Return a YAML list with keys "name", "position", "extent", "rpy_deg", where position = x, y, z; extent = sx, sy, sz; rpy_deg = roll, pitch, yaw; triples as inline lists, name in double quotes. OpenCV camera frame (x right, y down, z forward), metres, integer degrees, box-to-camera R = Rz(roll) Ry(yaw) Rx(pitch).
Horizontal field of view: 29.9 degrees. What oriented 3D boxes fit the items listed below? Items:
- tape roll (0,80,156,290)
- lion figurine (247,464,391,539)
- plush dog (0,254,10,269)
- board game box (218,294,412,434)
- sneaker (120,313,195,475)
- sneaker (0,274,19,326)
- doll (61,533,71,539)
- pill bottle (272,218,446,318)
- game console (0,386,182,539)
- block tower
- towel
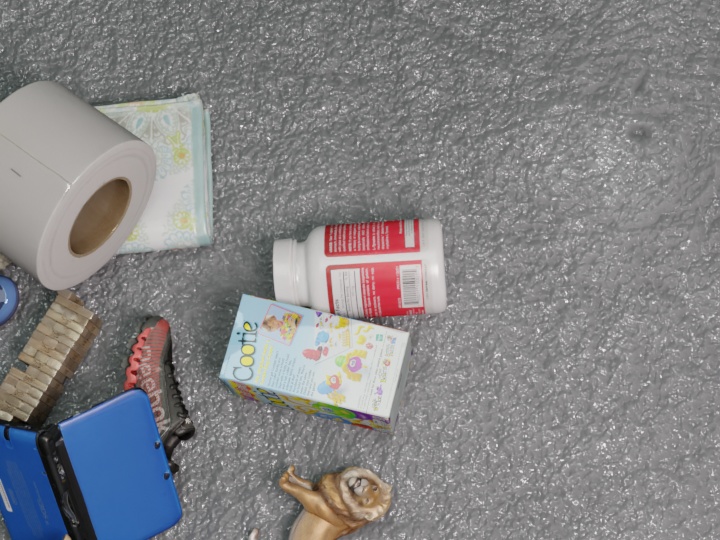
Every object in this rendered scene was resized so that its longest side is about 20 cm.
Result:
- name: "tape roll"
  position: [-0.351, -0.097, 1.556]
  extent: [0.139, 0.203, 0.203]
  rpy_deg: [34, 78, 14]
- name: "lion figurine"
  position: [-0.058, 0.301, 1.529]
  extent: [0.122, 0.072, 0.201]
  rpy_deg: [31, 91, 5]
- name: "plush dog"
  position: [-0.537, -0.065, 1.617]
  extent: [0.160, 0.172, 0.200]
  rpy_deg: [-36, 74, -7]
- name: "board game box"
  position: [-0.048, 0.110, 1.561]
  extent: [0.198, 0.103, 0.106]
  rpy_deg: [13, 74, 8]
- name: "sneaker"
  position: [-0.236, 0.153, 1.580]
  extent: [0.097, 0.071, 0.202]
  rpy_deg: [6, 75, 7]
- name: "sneaker"
  position: [-0.514, 0.040, 1.628]
  extent: [0.198, 0.082, 0.075]
  rpy_deg: [-6, 78, 2]
- name: "doll"
  position: [-0.253, 0.362, 1.491]
  extent: [0.199, 0.137, 0.049]
  rpy_deg: [30, 39, -14]
- name: "pill bottle"
  position: [0.000, 0.000, 1.588]
  extent: [0.198, 0.112, 0.113]
  rpy_deg: [-3, 72, 3]
- name: "game console"
  position: [-0.319, 0.228, 1.522]
  extent: [0.170, 0.201, 0.118]
  rpy_deg: [7, 34, 28]
- name: "block tower"
  position: [-0.381, 0.122, 1.610]
  extent: [0.058, 0.054, 0.201]
  rpy_deg: [25, 77, 11]
- name: "towel"
  position: [-0.271, -0.119, 1.682]
  extent: [0.170, 0.048, 0.202]
  rpy_deg: [-6, 72, 6]
